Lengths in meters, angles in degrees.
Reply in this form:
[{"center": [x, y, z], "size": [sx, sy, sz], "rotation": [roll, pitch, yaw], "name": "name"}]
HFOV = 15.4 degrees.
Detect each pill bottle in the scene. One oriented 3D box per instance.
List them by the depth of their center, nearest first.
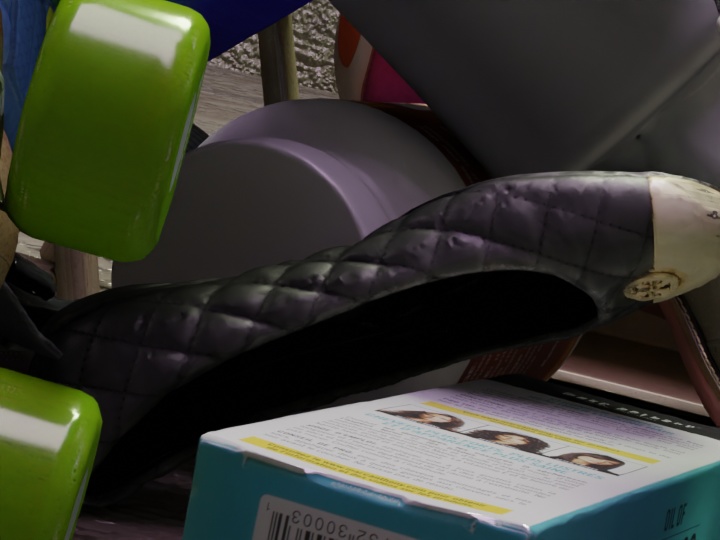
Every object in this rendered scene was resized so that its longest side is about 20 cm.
[{"center": [0.000, 0.000, 0.864], "size": [0.112, 0.112, 0.200], "rotation": [14, 7, 19], "name": "pill bottle"}]

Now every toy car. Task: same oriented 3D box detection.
[{"center": [-0.130, 0.000, 0.606], "size": [0.164, 0.158, 0.200], "rotation": [16, -9, -1], "name": "toy car"}]

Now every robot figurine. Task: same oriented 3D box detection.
[{"center": [0.049, -0.102, 0.821], "size": [0.200, 0.113, 0.170], "rotation": [47, -30, -4], "name": "robot figurine"}]

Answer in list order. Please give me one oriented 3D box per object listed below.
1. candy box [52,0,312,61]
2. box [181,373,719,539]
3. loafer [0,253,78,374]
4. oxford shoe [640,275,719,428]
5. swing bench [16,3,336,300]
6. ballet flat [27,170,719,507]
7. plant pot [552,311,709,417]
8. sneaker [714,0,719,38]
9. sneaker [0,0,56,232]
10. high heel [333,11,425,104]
[{"center": [-0.093, -0.123, 0.731], "size": [0.169, 0.077, 0.200], "rotation": [25, -29, -28], "name": "candy box"}, {"center": [0.035, 0.064, 0.660], "size": [0.082, 0.049, 0.200], "rotation": [14, 7, 23], "name": "box"}, {"center": [-0.136, 0.008, 0.774], "size": [0.072, 0.063, 0.200], "rotation": [15, 7, 41], "name": "loafer"}, {"center": [0.143, 0.019, 0.848], "size": [0.071, 0.074, 0.200], "rotation": [15, 33, -56], "name": "oxford shoe"}, {"center": [-0.091, -0.082, 1.011], "size": [0.130, 0.200, 0.199], "rotation": [15, 8, 21], "name": "swing bench"}, {"center": [0.008, 0.019, 0.721], "size": [0.200, 0.057, 0.066], "rotation": [-16, -34, 0], "name": "ballet flat"}, {"center": [0.117, -0.042, 1.157], "size": [0.200, 0.200, 0.177], "rotation": [13, -4, 10], "name": "plant pot"}, {"center": [0.120, -0.006, 0.658], "size": [0.130, 0.199, 0.079], "rotation": [41, 18, 16], "name": "sneaker"}, {"center": [-0.121, -0.060, 0.700], "size": [0.083, 0.071, 0.200], "rotation": [6, -20, -7], "name": "sneaker"}, {"center": [0.037, -0.052, 1.000], "size": [0.096, 0.200, 0.067], "rotation": [4, 26, -10], "name": "high heel"}]
